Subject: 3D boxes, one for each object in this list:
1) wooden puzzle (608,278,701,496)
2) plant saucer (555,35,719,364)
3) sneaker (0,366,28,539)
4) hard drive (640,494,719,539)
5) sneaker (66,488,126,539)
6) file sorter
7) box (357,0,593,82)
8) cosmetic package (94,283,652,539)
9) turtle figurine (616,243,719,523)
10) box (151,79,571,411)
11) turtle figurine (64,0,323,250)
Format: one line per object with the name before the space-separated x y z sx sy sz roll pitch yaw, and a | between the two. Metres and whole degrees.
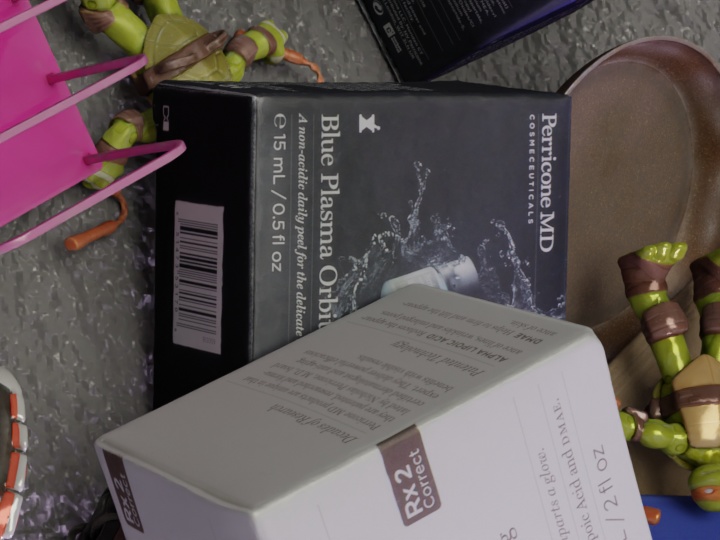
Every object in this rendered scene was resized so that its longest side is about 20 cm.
wooden puzzle | 0.203 0.122 1.611 0.200 0.037 0.185 -41 99 -22
plant saucer | 0.147 -0.040 1.583 0.199 0.032 0.202 -19 119 -38
sneaker | -0.220 0.134 1.346 0.081 0.077 0.201 19 67 -17
hard drive | 0.139 0.170 1.498 0.198 0.026 0.132 3 34 -20
sneaker | -0.094 0.139 1.408 0.199 0.077 0.082 -20 81 -33
file sorter | -0.192 -0.116 1.330 0.139 0.125 0.201 -32 105 -33
box | 0.103 -0.200 1.546 0.147 0.200 0.105 -27 90 -32
cosmetic package | 0.011 0.127 1.308 0.199 0.165 0.166 -27 111 -26
turtle figurine | 0.203 0.069 1.554 0.198 0.064 0.163 0 72 -13
box | 0.000 0.000 1.451 0.199 0.117 0.198 -3 97 -31
turtle figurine | -0.112 -0.111 1.478 0.200 0.064 0.162 -36 96 -32
